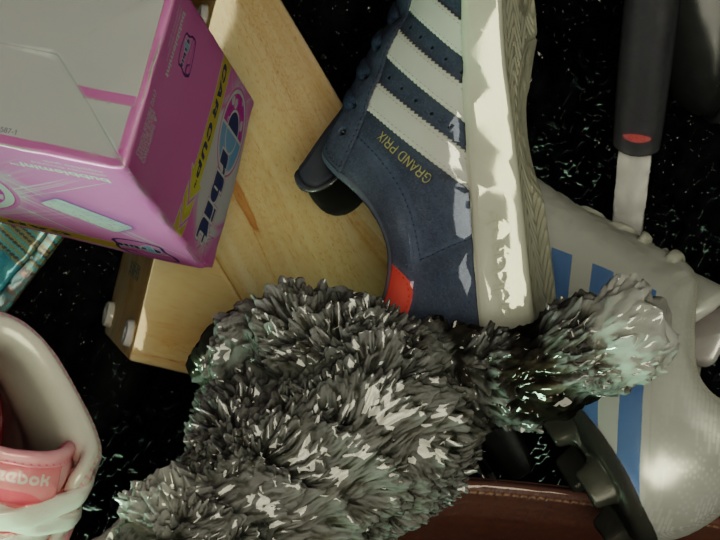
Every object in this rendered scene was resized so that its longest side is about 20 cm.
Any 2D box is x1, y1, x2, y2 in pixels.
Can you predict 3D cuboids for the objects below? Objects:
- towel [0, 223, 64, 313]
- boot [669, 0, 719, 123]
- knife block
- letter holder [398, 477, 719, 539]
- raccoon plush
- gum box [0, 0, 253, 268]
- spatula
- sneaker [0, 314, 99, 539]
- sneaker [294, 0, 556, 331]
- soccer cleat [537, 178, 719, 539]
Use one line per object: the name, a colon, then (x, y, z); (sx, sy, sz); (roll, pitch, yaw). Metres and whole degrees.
towel: (-0.160, -0.068, 0.993); (0.146, 0.022, 0.200); (38, 89, -10)
boot: (0.047, -0.135, 0.992); (0.198, 0.066, 0.166); (-2, 90, -9)
knife block: (0.000, 0.000, 0.995); (0.174, 0.064, 0.202); (12, 95, -17)
letter holder: (0.056, 0.160, 0.969); (0.198, 0.101, 0.143); (7, 128, -10)
raccoon plush: (-0.005, 0.065, 0.849); (0.199, 0.134, 0.097); (-30, 112, 33)
gum box: (-0.147, -0.065, 0.893); (0.198, 0.114, 0.067); (12, 77, 14)
spatula: (0.102, -0.034, 0.996); (0.056, 0.021, 0.201); (8, 122, 6)
sneaker: (-0.137, 0.109, 0.911); (0.075, 0.105, 0.202); (6, 72, -26)
sneaker: (0.017, -0.062, 0.927); (0.084, 0.075, 0.202); (-6, 78, 14)
soccer cleat: (0.085, 0.010, 0.974); (0.086, 0.070, 0.201); (-28, 60, -5)
